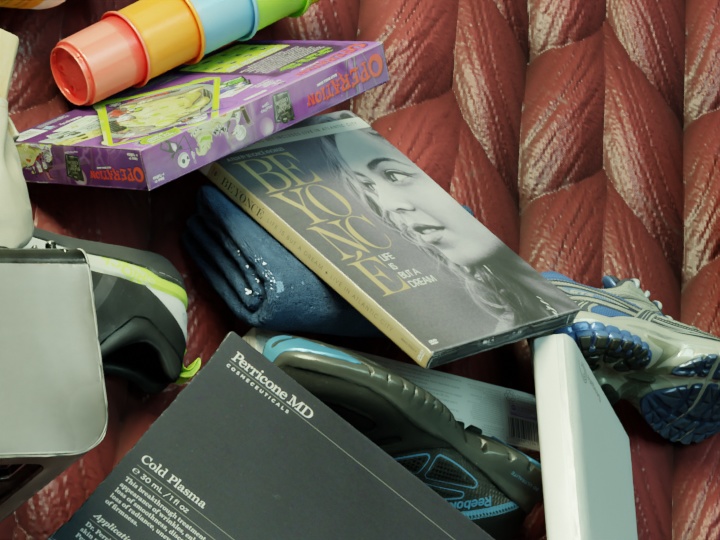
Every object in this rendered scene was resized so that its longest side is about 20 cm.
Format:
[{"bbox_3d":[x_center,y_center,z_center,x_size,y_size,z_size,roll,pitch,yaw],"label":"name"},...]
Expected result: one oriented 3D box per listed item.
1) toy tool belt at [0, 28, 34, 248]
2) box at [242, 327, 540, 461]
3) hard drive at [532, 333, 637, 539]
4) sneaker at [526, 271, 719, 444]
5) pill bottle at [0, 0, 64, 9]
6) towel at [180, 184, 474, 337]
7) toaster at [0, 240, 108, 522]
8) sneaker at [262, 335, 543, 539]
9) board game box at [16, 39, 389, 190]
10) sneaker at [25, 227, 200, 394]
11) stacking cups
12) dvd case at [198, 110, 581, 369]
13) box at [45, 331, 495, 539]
[{"bbox_3d":[-0.259,-0.061,1.438,0.199,0.125,0.123,-4,88,-26],"label":"toy tool belt"},{"bbox_3d":[0.017,0.077,1.675,0.199,0.039,0.042,14,54,-29],"label":"box"},{"bbox_3d":[0.132,0.154,1.652,0.132,0.027,0.200,57,24,-51],"label":"hard drive"},{"bbox_3d":[0.172,0.042,1.778,0.200,0.077,0.085,20,33,-43],"label":"sneaker"},{"bbox_3d":[-0.213,-0.205,1.638,0.200,0.111,0.111,3,62,-35],"label":"pill bottle"},{"bbox_3d":[0.000,0.000,1.686,0.200,0.049,0.112,4,35,-37],"label":"towel"},{"bbox_3d":[-0.239,0.067,1.400,0.200,0.181,0.119,1,64,-36],"label":"toaster"},{"bbox_3d":[0.018,0.104,1.610,0.200,0.073,0.082,33,86,-29],"label":"sneaker"},{"bbox_3d":[-0.092,-0.091,1.652,0.200,0.120,0.032,-27,109,-42],"label":"board game box"},{"bbox_3d":[-0.170,0.027,1.551,0.199,0.072,0.083,6,62,-32],"label":"sneaker"},{"bbox_3d":[-0.089,-0.153,1.696,0.200,0.061,0.061,-30,82,-34],"label":"stacking cups"},{"bbox_3d":[0.014,-0.022,1.666,0.200,0.016,0.149,41,31,25],"label":"dvd case"},{"bbox_3d":[-0.053,0.169,1.506,0.200,0.104,0.182,39,48,3],"label":"box"}]
